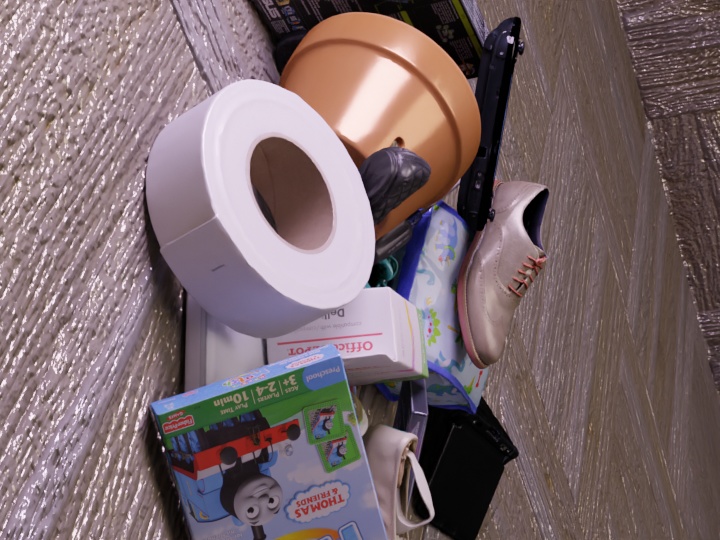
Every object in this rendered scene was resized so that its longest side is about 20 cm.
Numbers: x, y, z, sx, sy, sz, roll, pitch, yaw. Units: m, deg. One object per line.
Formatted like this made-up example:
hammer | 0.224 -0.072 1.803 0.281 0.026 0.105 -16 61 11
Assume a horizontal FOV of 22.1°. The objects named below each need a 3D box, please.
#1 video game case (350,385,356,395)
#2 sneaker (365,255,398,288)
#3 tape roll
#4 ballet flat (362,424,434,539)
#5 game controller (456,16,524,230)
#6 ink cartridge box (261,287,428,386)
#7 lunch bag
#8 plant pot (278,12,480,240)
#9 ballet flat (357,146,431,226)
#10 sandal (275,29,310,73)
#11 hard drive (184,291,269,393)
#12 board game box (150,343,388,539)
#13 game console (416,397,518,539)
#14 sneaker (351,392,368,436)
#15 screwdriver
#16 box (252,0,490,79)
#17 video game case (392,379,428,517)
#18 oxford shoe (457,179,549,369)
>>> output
video game case | -0.007 0.210 1.682 0.201 0.017 0.144 -91 176 -59
sneaker | 0.000 0.000 1.805 0.200 0.079 0.078 -64 143 -62
tape roll | -0.079 -0.050 1.499 0.202 0.070 0.204 30 48 -39
ballet flat | 0.035 0.237 1.633 0.069 0.069 0.202 -16 102 -71
game controller | 0.130 -0.142 1.777 0.104 0.042 0.202 -46 147 -66
ink cartridge box | -0.014 0.059 1.616 0.200 0.116 0.068 36 48 -76
lunch bag | 0.069 0.036 1.884 0.200 0.126 0.172 58 42 -67
plant pot | -0.005 -0.117 1.702 0.140 0.198 0.201 -54 134 -42
ballet flat | -0.014 -0.034 1.616 0.056 0.200 0.067 16 45 -41
sandal | -0.023 -0.158 1.821 0.045 0.074 0.201 -73 146 -51
hard drive | -0.109 0.082 1.529 0.132 0.026 0.202 46 39 -60
board game box | -0.064 0.176 1.434 0.037 0.150 0.202 -141 -145 -70
game console | 0.095 0.194 2.096 0.177 0.116 0.200 56 6 28
sneaker | -0.050 0.118 1.545 0.200 0.076 0.089 -50 121 -71
screwdriver | 0.065 -0.065 1.794 0.200 0.028 0.029 -44 120 -37
box | 0.013 -0.245 1.776 0.200 0.191 0.048 55 27 -51
video game case | 0.035 0.199 1.739 0.143 0.019 0.202 -91 -168 -72
oxford shoe | 0.145 0.000 1.835 0.070 0.074 0.202 35 58 -54
